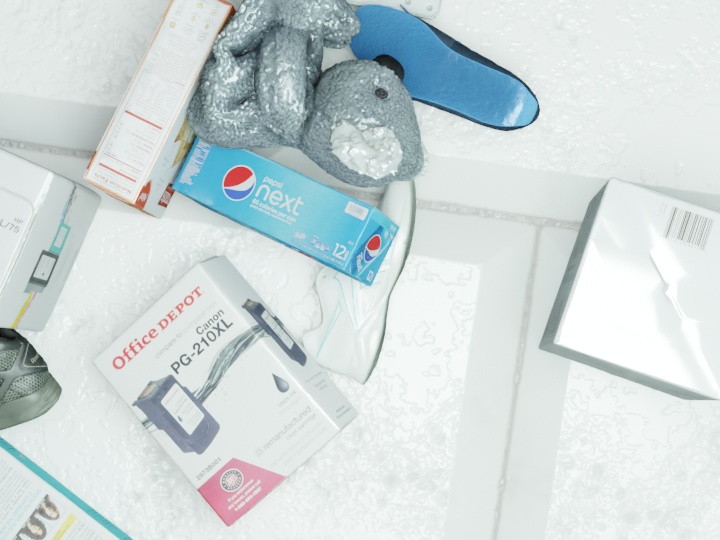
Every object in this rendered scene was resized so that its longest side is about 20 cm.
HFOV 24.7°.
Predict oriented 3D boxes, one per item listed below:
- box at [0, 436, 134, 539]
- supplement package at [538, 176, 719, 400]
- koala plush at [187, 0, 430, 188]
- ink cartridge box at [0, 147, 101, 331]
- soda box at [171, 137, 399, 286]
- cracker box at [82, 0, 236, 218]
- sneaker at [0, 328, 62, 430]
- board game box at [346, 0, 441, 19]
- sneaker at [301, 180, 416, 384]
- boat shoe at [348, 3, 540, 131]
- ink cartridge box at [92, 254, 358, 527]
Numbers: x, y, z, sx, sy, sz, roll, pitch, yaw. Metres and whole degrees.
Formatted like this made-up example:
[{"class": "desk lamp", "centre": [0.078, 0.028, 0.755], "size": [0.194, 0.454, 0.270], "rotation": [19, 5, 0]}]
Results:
[{"class": "box", "centre": [-0.293, 0.243, 1.538], "size": [0.200, 0.049, 0.082], "rotation": [37, 89, 4]}, {"class": "supplement package", "centre": [0.256, 0.021, 1.450], "size": [0.151, 0.200, 0.151], "rotation": [19, 87, 4]}, {"class": "koala plush", "centre": [-0.029, -0.145, 1.454], "size": [0.200, 0.177, 0.184], "rotation": [38, 96, 7]}, {"class": "ink cartridge box", "centre": [-0.345, -0.040, 1.483], "size": [0.146, 0.200, 0.146], "rotation": [23, 88, 4]}, {"class": "soda box", "centre": [-0.069, -0.058, 1.505], "size": [0.200, 0.068, 0.064], "rotation": [26, 88, 26]}, {"class": "cracker box", "centre": [-0.174, -0.152, 1.515], "size": [0.058, 0.134, 0.200], "rotation": [27, 89, 5]}, {"class": "sneaker", "centre": [-0.387, 0.106, 1.518], "size": [0.199, 0.076, 0.114], "rotation": [-22, 108, 10]}, {"class": "board game box", "centre": [-0.004, -0.352, 1.574], "size": [0.199, 0.026, 0.201], "rotation": [11, 87, 4]}, {"class": "sneaker", "centre": [0.000, 0.000, 1.530], "size": [0.080, 0.070, 0.201], "rotation": [17, 88, 6]}, {"class": "boat shoe", "centre": [0.075, -0.179, 1.536], "size": [0.200, 0.069, 0.084], "rotation": [36, 101, 17]}, {"class": "ink cartridge box", "centre": [-0.124, 0.107, 1.508], "size": [0.145, 0.084, 0.200], "rotation": [-42, 86, 13]}]
